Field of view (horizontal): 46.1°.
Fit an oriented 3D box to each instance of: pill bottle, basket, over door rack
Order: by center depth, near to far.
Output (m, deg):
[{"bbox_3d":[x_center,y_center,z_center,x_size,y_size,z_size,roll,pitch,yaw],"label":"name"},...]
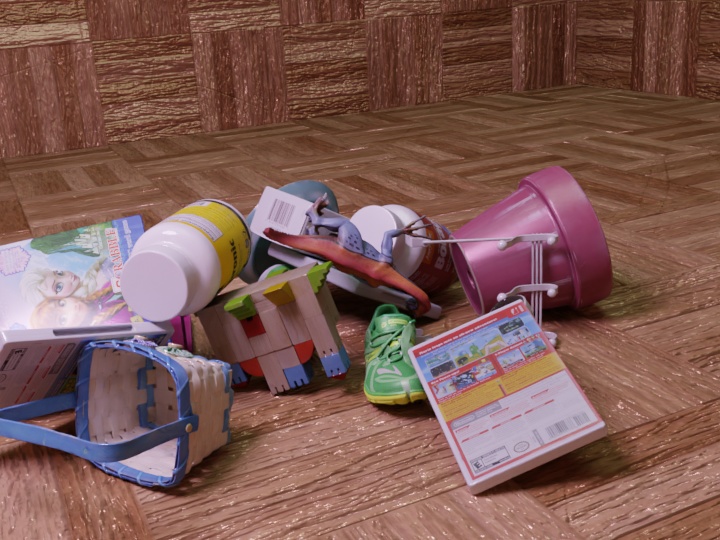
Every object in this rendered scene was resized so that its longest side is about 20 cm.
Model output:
[{"bbox_3d":[-0.237,0.141,0.844,0.175,0.141,0.199,7,13,29],"label":"basket"},{"bbox_3d":[-0.208,-0.012,1.014,0.110,0.113,0.200,0,17,11],"label":"pill bottle"},{"bbox_3d":[0.156,0.029,1.094,0.197,0.150,0.067,0,13,9],"label":"over door rack"},{"bbox_3d":[0.062,-0.031,1.229,0.111,0.114,0.199,8,-5,31],"label":"pill bottle"}]

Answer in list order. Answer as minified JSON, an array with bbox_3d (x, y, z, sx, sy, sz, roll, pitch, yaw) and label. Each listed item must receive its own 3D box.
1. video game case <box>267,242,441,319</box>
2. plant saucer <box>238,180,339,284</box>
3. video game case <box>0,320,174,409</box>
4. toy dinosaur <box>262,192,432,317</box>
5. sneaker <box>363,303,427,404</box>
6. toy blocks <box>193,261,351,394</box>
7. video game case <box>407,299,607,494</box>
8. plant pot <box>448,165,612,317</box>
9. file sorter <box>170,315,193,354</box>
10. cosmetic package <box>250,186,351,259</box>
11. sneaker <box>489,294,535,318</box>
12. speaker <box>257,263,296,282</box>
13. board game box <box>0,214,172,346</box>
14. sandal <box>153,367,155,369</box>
[{"bbox_3d":[-0.009,0.015,1.213,0.181,0.022,0.199,19,3,-45],"label":"video game case"},{"bbox_3d":[-0.109,-0.048,1.323,0.199,0.202,0.027,-18,46,-36],"label":"plant saucer"},{"bbox_3d":[-0.316,0.108,0.917,0.199,0.143,0.018,0,50,-49],"label":"video game case"},{"bbox_3d":[0.000,0.000,1.043,0.199,0.105,0.182,-30,67,-38],"label":"toy dinosaur"},{"bbox_3d":[0.035,0.098,1.009,0.073,0.085,0.200,-5,19,-6],"label":"sneaker"},{"bbox_3d":[-0.099,0.081,1.015,0.198,0.138,0.100,-18,13,18],"label":"toy blocks"},{"bbox_3d":[0.142,0.121,0.868,0.142,0.018,0.201,-24,38,0],"label":"video game case"},{"bbox_3d":[0.229,-0.023,1.192,0.177,0.202,0.200,-21,20,-3],"label":"plant pot"},{"bbox_3d":[-0.336,0.051,1.152,0.197,0.127,0.139,-7,18,-11],"label":"file sorter"},{"bbox_3d":[-0.057,-0.055,1.247,0.101,0.075,0.199,24,2,37],"label":"cosmetic package"},{"bbox_3d":[0.173,0.122,0.947,0.072,0.085,0.201,-15,33,35],"label":"sneaker"},{"bbox_3d":[-0.105,0.055,1.160,0.087,0.090,0.200,-5,19,-3],"label":"speaker"},{"bbox_3d":[-0.346,0.040,1.038,0.197,0.041,0.201,-15,59,-14],"label":"board game box"},{"bbox_3d":[-0.346,0.121,1.055,0.197,0.055,0.080,-8,17,-9],"label":"sandal"}]
